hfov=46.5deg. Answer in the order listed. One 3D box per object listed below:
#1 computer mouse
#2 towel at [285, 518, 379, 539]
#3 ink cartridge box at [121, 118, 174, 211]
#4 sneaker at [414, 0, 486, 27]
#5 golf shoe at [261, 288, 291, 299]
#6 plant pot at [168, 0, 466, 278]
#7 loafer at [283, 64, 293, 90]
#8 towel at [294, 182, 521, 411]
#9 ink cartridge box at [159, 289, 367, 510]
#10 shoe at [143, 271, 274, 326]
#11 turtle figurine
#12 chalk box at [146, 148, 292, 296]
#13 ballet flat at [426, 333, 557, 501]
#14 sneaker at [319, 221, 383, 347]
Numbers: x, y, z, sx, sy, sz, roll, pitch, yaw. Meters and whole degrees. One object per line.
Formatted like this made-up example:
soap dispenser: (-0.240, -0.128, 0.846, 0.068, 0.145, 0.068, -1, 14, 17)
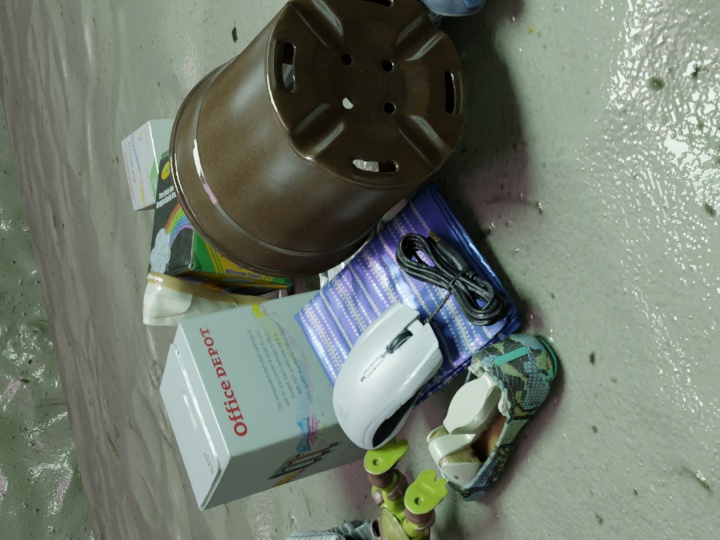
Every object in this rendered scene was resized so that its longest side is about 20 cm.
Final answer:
computer mouse: (0.029, 0.069, 0.676, 0.110, 0.044, 0.201, 46, 118, 31)
towel: (0.001, 0.368, 0.901, 0.166, 0.085, 0.201, -39, 68, 59)
ink cartridge box: (-0.312, -0.156, 1.284, 0.200, 0.067, 0.118, -7, 93, 60)
sneaker: (0.042, -0.213, 0.661, 0.200, 0.077, 0.086, -136, 34, -56)
golf shoe: (-0.133, 0.049, 1.018, 0.075, 0.091, 0.201, -3, 95, 61)
plant pot: (-0.030, -0.108, 0.643, 0.198, 0.199, 0.201, -23, 80, 65)
loafer: (-0.055, -0.206, 0.832, 0.200, 0.073, 0.071, -49, 47, 49)
towel: (0.031, 0.040, 0.714, 0.200, 0.024, 0.145, -44, 64, 30)
ink cartridge box: (-0.081, 0.124, 0.840, 0.146, 0.199, 0.145, 64, 147, 25)
shoe: (-0.144, 0.048, 0.895, 0.070, 0.199, 0.054, 3, 79, 48)
turtle figurine: (0.038, 0.221, 0.761, 0.200, 0.064, 0.162, 54, 161, 43)
chalk box: (-0.151, -0.079, 0.936, 0.125, 0.123, 0.201, -15, 68, 53)
ballet flat: (0.089, 0.126, 0.679, 0.074, 0.074, 0.201, 54, 142, 37)
sneaker: (0.000, 0.000, 0.796, 0.081, 0.075, 0.201, -55, 52, 40)
